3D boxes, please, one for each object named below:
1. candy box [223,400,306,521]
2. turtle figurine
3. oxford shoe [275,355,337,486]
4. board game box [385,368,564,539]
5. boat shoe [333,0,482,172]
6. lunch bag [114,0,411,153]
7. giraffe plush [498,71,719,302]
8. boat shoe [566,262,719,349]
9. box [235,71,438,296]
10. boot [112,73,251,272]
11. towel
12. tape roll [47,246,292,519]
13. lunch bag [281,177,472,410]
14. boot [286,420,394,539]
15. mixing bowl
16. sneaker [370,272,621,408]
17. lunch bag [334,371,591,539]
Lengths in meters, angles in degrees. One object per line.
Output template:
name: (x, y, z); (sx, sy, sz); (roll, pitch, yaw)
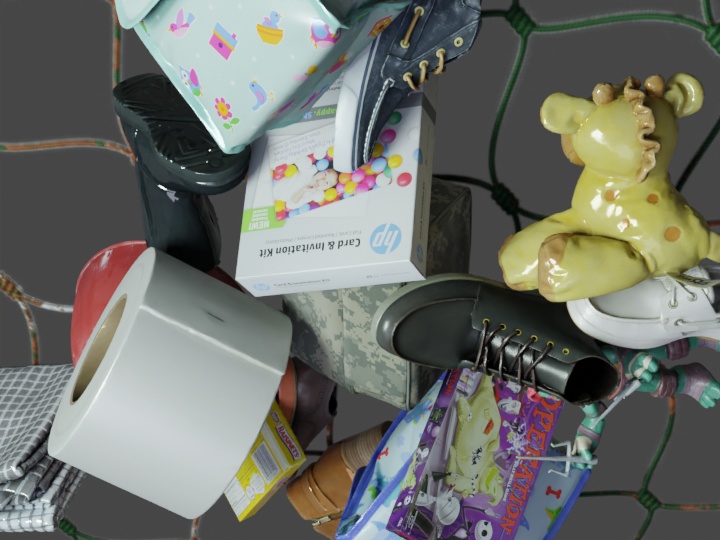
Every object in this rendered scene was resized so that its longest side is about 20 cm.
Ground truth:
candy box: (-0.112, 0.178, 1.523); (0.102, 0.026, 0.200); (62, 153, 13)
turtle figurine: (0.226, 0.097, 1.333); (0.199, 0.101, 0.150); (-13, 151, -19)
oxford shoe: (-0.058, 0.155, 1.532); (0.072, 0.071, 0.200); (-6, 145, -13)
board game box: (0.108, 0.164, 1.363); (0.120, 0.200, 0.032); (33, 159, -30)
boat shoe: (0.040, -0.166, 1.191); (0.091, 0.071, 0.201); (15, 93, 4)
lunch bag: (-0.089, -0.218, 1.123); (0.200, 0.122, 0.170); (53, 132, 4)
giraffe plush: (0.204, -0.073, 1.218); (0.200, 0.172, 0.163); (3, 108, 52)
boat shoe: (0.270, 0.019, 1.273); (0.199, 0.071, 0.069); (-1, 145, -22)
box: (-0.017, -0.083, 1.248); (0.155, 0.201, 0.041); (-6, 155, 23)
boot: (-0.145, -0.065, 1.334); (0.200, 0.076, 0.168); (38, 147, 47)
towel: (-0.363, 0.176, 1.564); (0.165, 0.200, 0.086); (-3, 125, 20)
tape roll: (-0.168, 0.098, 1.330); (0.139, 0.203, 0.203); (27, 131, -15)
lunch bag: (0.000, 0.000, 1.343); (0.167, 0.139, 0.200); (16, 132, 22)
boot: (0.030, 0.256, 1.580); (0.155, 0.074, 0.200); (-35, 97, 34)
mixing bowl: (-0.207, 0.080, 1.497); (0.200, 0.108, 0.201); (9, 128, 11)
sneaker: (0.114, 0.059, 1.239); (0.199, 0.106, 0.075); (1, 118, -25)
lunch bag: (0.090, 0.220, 1.440); (0.170, 0.200, 0.127); (39, 159, -14)
